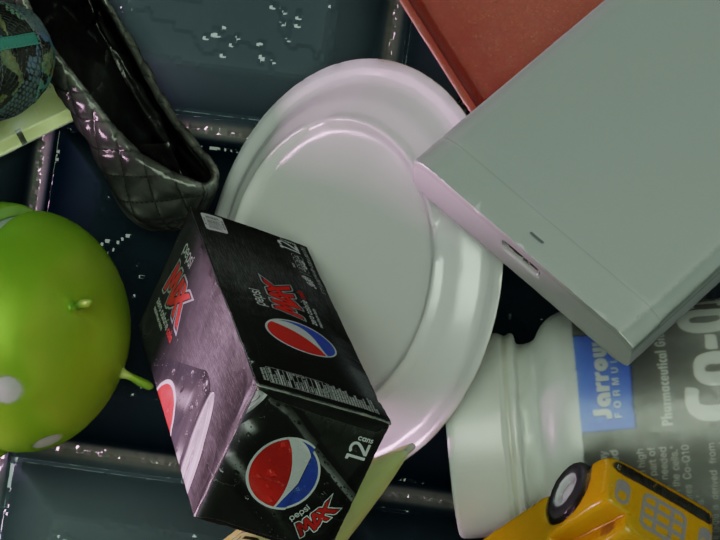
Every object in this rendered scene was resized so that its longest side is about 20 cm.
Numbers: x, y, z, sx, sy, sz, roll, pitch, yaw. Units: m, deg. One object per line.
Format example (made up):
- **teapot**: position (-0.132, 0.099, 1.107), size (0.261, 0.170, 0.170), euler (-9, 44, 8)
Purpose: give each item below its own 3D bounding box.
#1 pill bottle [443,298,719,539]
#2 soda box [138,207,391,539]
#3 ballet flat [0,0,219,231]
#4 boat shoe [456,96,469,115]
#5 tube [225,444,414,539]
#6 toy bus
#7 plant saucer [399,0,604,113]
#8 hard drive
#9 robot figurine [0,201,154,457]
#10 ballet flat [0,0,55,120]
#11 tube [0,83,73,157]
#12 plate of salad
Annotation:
- **pill bottle**: position (0.141, 0.071, 1.359), size (0.200, 0.114, 0.114), euler (-5, 84, 3)
- **soda box**: position (-0.047, 0.045, 1.278), size (0.063, 0.200, 0.071), euler (20, 107, -18)
- **ballet flat**: position (-0.129, -0.111, 1.417), size (0.057, 0.066, 0.200), euler (-34, 89, 46)
- **boat shoe**: position (0.140, -0.054, 1.396), size (0.200, 0.068, 0.072), euler (9, 84, 4)
- **tube**: position (-0.055, 0.140, 1.264), size (0.058, 0.052, 0.200), euler (21, 42, 27)
- **toy bus**: position (0.074, 0.162, 1.320), size (0.065, 0.200, 0.078), euler (31, 47, -19)
- **plant saucer**: position (0.124, -0.125, 1.375), size (0.200, 0.037, 0.200), euler (-23, 64, -14)
- **hard drive**: position (0.140, -0.063, 1.305), size (0.132, 0.026, 0.200), euler (41, 67, 19)
- **robot figurine**: position (-0.196, 0.023, 1.372), size (0.200, 0.175, 0.116), euler (7, 63, 27)
- **ballet flat**: position (-0.242, -0.077, 1.395), size (0.200, 0.074, 0.074), euler (-26, 83, 22)
- **tube**: position (-0.213, -0.149, 1.443), size (0.058, 0.052, 0.200), euler (-31, 86, 32)
- **plate of salad**: position (0.000, 0.000, 1.374), size (0.200, 0.048, 0.200), euler (-7, 80, 44)
